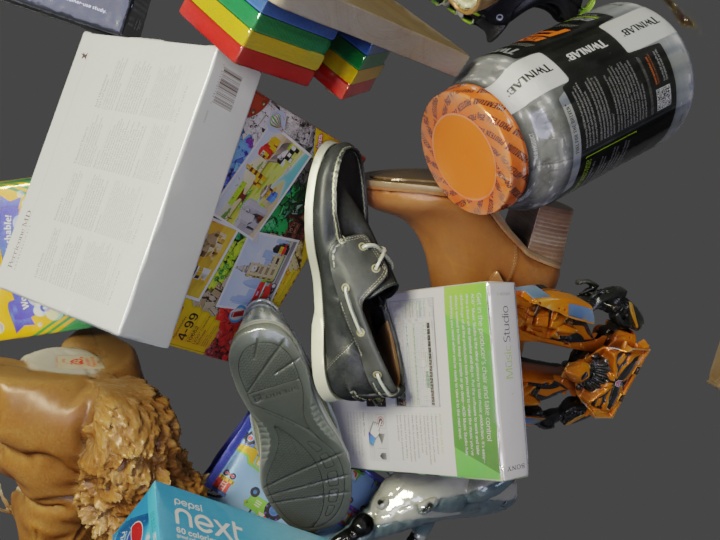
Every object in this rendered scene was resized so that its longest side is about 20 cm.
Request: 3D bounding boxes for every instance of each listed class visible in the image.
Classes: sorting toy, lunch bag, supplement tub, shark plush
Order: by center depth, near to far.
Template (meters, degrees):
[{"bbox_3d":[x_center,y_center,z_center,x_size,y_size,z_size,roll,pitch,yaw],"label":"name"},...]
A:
[{"bbox_3d":[-0.057,-0.192,0.718,0.200,0.198,0.070,44,113,32],"label":"sorting toy"},{"bbox_3d":[0.151,-0.123,0.784,0.200,0.122,0.123,-28,103,-30],"label":"supplement tub"},{"bbox_3d":[0.056,0.210,0.869,0.200,0.091,0.084,-28,132,-31],"label":"shark plush"},{"bbox_3d":[-0.073,0.218,0.882,0.150,0.094,0.200,36,85,-8],"label":"lunch bag"}]

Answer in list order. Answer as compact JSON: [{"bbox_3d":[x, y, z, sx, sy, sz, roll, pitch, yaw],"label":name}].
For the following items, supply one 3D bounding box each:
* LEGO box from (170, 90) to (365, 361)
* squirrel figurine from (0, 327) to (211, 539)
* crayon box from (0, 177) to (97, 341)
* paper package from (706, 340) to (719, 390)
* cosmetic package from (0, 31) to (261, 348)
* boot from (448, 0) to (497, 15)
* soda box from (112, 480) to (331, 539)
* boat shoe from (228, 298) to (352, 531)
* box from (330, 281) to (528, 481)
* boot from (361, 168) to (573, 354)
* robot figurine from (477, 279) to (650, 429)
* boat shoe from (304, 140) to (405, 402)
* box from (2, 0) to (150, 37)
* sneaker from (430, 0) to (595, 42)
[{"bbox_3d":[-0.109,-0.041,0.793,0.149,0.077,0.200,23,99,-51],"label":"LEGO box"},{"bbox_3d":[-0.219,0.164,0.806,0.199,0.141,0.187,17,108,28],"label":"squirrel figurine"},{"bbox_3d":[-0.288,-0.009,0.833,0.199,0.052,0.126,-9,100,-4],"label":"crayon box"},{"bbox_3d":[0.433,0.034,0.884,0.190,0.103,0.201,13,97,-9],"label":"paper package"},{"bbox_3d":[-0.166,-0.062,0.714,0.150,0.052,0.201,16,85,36],"label":"cosmetic package"},{"bbox_3d":[0.112,-0.314,0.770,0.200,0.066,0.175,-34,88,-19],"label":"boot"},{"bbox_3d":[-0.084,0.231,0.769,0.200,0.068,0.064,26,113,-30],"label":"soda box"},{"bbox_3d":[-0.054,0.120,0.814,0.074,0.065,0.203,-16,115,6],"label":"boat shoe"},{"bbox_3d":[0.043,0.088,0.804,0.036,0.200,0.145,-1,86,-40],"label":"box"},{"bbox_3d":[0.074,0.001,0.855,0.199,0.077,0.156,10,105,-26],"label":"boot"},{"bbox_3d":[0.161,0.075,0.852,0.199,0.058,0.145,12,111,-34],"label":"robot figurine"},{"bbox_3d":[0.000,0.000,0.775,0.067,0.072,0.201,-3,92,29],"label":"boat shoe"},{"bbox_3d":[-0.215,-0.290,0.765,0.148,0.104,0.201,18,97,-8],"label":"box"},{"bbox_3d":[0.095,-0.227,0.822,0.199,0.072,0.083,-4,101,-5],"label":"sneaker"}]
